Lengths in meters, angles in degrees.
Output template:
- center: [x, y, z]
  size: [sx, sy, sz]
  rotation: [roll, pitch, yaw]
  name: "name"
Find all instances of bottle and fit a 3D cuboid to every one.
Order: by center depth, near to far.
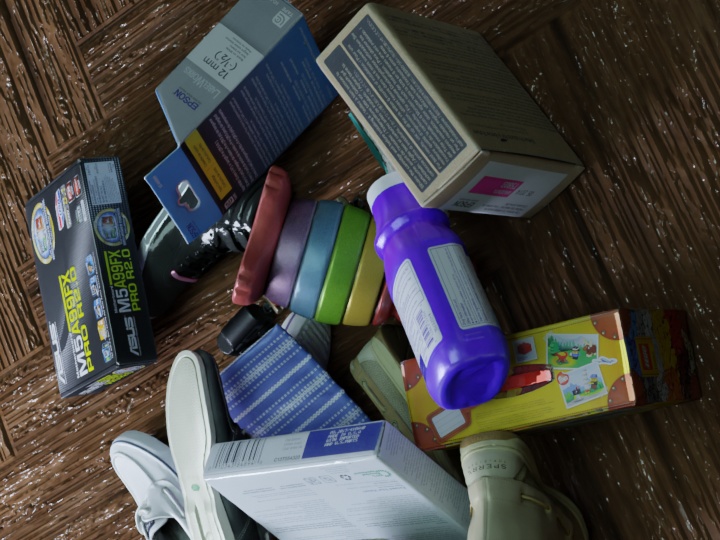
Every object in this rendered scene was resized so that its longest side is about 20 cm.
- center: [0.057, 0.010, 1.556]
  size: [0.084, 0.065, 0.201]
  rotation: [98, 156, -52]
  name: "bottle"

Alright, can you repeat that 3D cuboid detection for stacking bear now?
- center: [0.000, 0.000, 1.705]
  size: [0.198, 0.114, 0.122]
  rotation: [17, 82, -1]
  name: "stacking bear"

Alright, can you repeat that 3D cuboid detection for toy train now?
- center: [-0.066, 0.006, 1.802]
  size: [0.200, 0.046, 0.034]
  rotation: [-48, 67, 20]
  name: "toy train"

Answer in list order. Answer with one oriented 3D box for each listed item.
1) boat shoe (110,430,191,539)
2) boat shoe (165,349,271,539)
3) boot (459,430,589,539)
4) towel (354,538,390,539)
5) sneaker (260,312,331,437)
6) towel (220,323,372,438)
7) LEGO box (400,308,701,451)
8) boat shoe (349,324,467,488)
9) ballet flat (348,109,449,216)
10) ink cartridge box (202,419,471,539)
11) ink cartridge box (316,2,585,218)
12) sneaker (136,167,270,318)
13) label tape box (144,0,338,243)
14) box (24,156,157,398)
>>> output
- center: [-0.177, 0.228, 1.837]
  size: [0.200, 0.065, 0.074]
  rotation: [38, 138, 27]
  name: "boat shoe"
- center: [-0.124, 0.163, 1.727]
  size: [0.072, 0.067, 0.202]
  rotation: [1, 105, 52]
  name: "boat shoe"
- center: [0.133, 0.241, 1.568]
  size: [0.072, 0.200, 0.156]
  rotation: [-13, 49, 18]
  name: "boot"
- center: [0.054, 0.264, 1.643]
  size: [0.147, 0.200, 0.037]
  rotation: [-2, 63, 30]
  name: "towel"
- center: [-0.106, 0.111, 1.810]
  size: [0.114, 0.072, 0.202]
  rotation: [29, 103, 31]
  name: "sneaker"
- center: [-0.057, 0.163, 1.751]
  size: [0.145, 0.024, 0.200]
  rotation: [-41, 98, 18]
  name: "towel"
- center: [0.158, 0.090, 1.608]
  size: [0.199, 0.149, 0.078]
  rotation: [-15, 81, 29]
  name: "LEGO box"
- center: [0.057, 0.142, 1.714]
  size: [0.063, 0.073, 0.201]
  rotation: [-46, 65, 30]
  name: "boat shoe"
- center: [0.045, -0.096, 1.698]
  size: [0.072, 0.072, 0.201]
  rotation: [-46, 42, 21]
  name: "ballet flat"
- center: [0.000, 0.200, 1.662]
  size: [0.195, 0.200, 0.044]
  rotation: [-12, 50, 38]
  name: "ink cartridge box"
- center: [0.077, -0.130, 1.634]
  size: [0.075, 0.200, 0.165]
  rotation: [-43, 68, 22]
  name: "ink cartridge box"
- center: [-0.138, -0.025, 1.831]
  size: [0.099, 0.071, 0.201]
  rotation: [37, 103, 31]
  name: "sneaker"
- center: [-0.120, -0.137, 1.740]
  size: [0.066, 0.143, 0.200]
  rotation: [40, 80, 25]
  name: "label tape box"
- center: [-0.260, 0.009, 1.877]
  size: [0.160, 0.044, 0.202]
  rotation: [-25, 74, 58]
  name: "box"
